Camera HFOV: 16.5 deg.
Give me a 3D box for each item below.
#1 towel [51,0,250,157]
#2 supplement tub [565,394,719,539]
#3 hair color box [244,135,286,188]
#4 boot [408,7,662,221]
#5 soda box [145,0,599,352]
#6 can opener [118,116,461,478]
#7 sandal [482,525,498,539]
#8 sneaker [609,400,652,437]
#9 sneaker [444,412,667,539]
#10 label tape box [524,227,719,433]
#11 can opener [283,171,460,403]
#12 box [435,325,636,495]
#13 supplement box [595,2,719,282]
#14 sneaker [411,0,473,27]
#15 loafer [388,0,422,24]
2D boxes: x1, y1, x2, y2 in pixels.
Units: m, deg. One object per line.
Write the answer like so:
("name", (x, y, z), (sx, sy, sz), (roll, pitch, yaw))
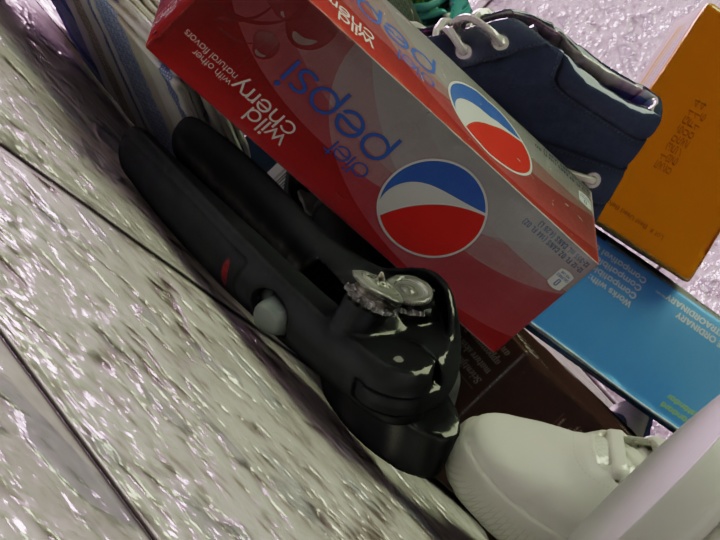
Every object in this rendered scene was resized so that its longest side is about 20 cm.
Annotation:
("towel", (-0.101, -0.100, 1.130), (0.200, 0.024, 0.147), (49, -14, 41))
("supplement tub", (0.165, 0.147, 0.860), (0.200, 0.144, 0.144), (46, 4, 1))
("hair color box", (0.006, -0.001, 1.261), (0.100, 0.060, 0.200), (51, 6, 28))
("boot", (0.030, -0.088, 1.086), (0.199, 0.091, 0.073), (29, 23, -10))
("soda box", (0.008, -0.060, 1.019), (0.200, 0.063, 0.070), (41, 24, -18))
("can opener", (-0.032, 0.000, 0.974), (0.063, 0.079, 0.200), (-9, 43, -46))
("sandal", (0.121, 0.150, 1.000), (0.200, 0.055, 0.082), (47, 4, 11))
("sneaker", (0.184, 0.158, 1.343), (0.200, 0.088, 0.075), (48, 3, 4))
("sneaker", (0.134, 0.087, 0.959), (0.199, 0.089, 0.075), (23, 31, -6))
("label tape box", (0.129, 0.020, 1.291), (0.143, 0.066, 0.200), (35, 2, 3))
("can opener", (0.000, 0.000, 1.088), (0.053, 0.067, 0.200), (3, 41, -14))
("box", (0.079, 0.080, 1.151), (0.200, 0.075, 0.100), (40, 7, -43))
("supplement box", (0.173, -0.068, 1.335), (0.073, 0.126, 0.200), (33, 5, 1))
("sneaker", (0.029, -0.117, 1.240), (0.080, 0.077, 0.201), (84, -10, -78))
("loafer", (0.003, -0.091, 1.178), (0.200, 0.063, 0.072), (53, 31, -7))
